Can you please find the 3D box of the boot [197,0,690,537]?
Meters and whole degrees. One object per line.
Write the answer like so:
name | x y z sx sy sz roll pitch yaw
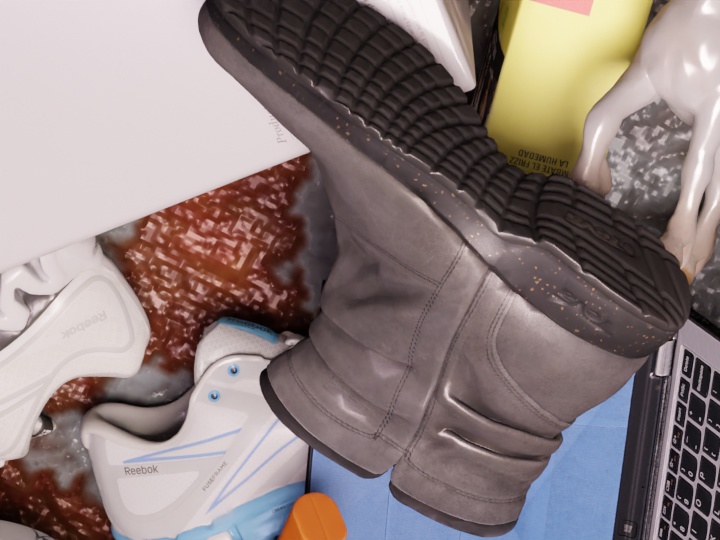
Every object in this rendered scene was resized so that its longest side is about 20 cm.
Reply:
boot | 0.000 0.000 0.999 0.200 0.070 0.132 40 122 -1

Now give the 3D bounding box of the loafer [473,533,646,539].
loafer | 0.113 0.129 1.179 0.200 0.072 0.063 42 92 -19

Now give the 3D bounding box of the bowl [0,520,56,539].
bowl | -0.177 0.143 1.124 0.200 0.201 0.095 -16 99 7

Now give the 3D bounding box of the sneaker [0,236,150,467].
sneaker | -0.170 0.054 1.151 0.200 0.075 0.081 -33 118 16

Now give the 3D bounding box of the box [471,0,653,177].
box | 0.085 -0.125 1.071 0.050 0.075 0.201 14 112 -4

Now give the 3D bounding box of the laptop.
laptop | 0.078 0.116 1.064 0.115 0.200 0.188 -11 120 -29

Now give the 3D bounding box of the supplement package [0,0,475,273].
supplement package | -0.072 -0.100 1.059 0.199 0.120 0.122 -20 111 8

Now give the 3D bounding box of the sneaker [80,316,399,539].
sneaker | -0.020 0.052 1.145 0.199 0.075 0.087 -23 103 9

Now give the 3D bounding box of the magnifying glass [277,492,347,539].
magnifying glass | -0.039 0.151 1.149 0.022 0.080 0.200 -9 146 -22

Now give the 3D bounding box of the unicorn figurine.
unicorn figurine | 0.130 -0.063 1.040 0.074 0.200 0.138 24 92 13
